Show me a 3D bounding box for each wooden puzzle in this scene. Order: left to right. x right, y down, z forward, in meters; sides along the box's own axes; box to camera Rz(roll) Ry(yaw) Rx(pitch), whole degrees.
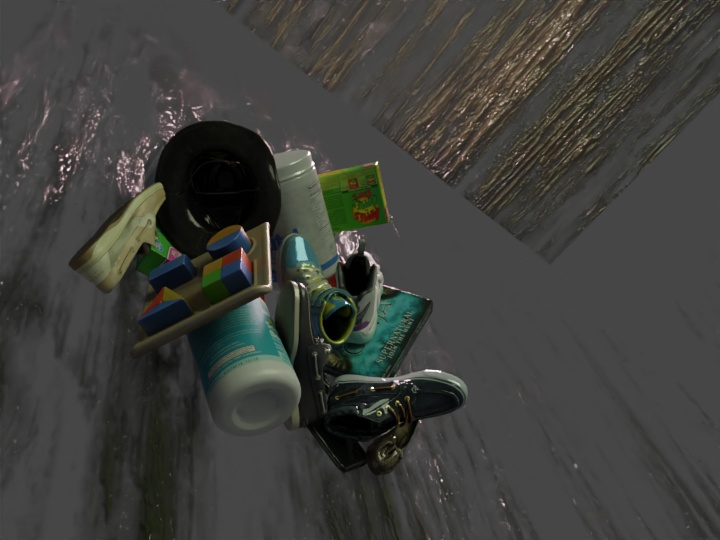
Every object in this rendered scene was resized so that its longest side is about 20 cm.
[{"bbox_3d":[-0.198,0.010,0.952,0.047,0.184,0.200,60,8,-25],"label":"wooden puzzle"}]

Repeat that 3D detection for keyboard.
[{"bbox_3d":[-0.057,0.197,1.094,0.200,0.021,0.127,51,22,21],"label":"keyboard"}]

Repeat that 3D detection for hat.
[{"bbox_3d":[-0.202,-0.112,1.116,0.200,0.201,0.081,42,1,-2],"label":"hat"}]

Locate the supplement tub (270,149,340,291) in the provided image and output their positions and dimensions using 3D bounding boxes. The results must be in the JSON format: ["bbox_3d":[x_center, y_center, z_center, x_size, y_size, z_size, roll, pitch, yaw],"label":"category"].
[{"bbox_3d":[-0.116,-0.080,1.242,0.132,0.131,0.202,-82,157,-69],"label":"supplement tub"}]

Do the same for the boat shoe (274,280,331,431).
[{"bbox_3d":[-0.071,0.107,0.990,0.062,0.202,0.073,-7,18,-24],"label":"boat shoe"}]

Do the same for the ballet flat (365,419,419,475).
[{"bbox_3d":[0.062,0.221,1.122,0.068,0.046,0.200,55,33,-11],"label":"ballet flat"}]

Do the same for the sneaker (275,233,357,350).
[{"bbox_3d":[-0.058,0.027,1.117,0.079,0.130,0.202,-6,76,-33],"label":"sneaker"}]

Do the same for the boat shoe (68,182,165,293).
[{"bbox_3d":[-0.304,-0.045,1.010,0.065,0.072,0.201,49,32,-19],"label":"boat shoe"}]

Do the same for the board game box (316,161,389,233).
[{"bbox_3d":[-0.057,-0.115,1.325,0.048,0.198,0.103,-73,151,-75],"label":"board game box"}]

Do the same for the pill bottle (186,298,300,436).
[{"bbox_3d":[-0.154,0.098,0.960,0.110,0.111,0.201,26,25,-42],"label":"pill bottle"}]

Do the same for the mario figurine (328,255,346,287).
[{"bbox_3d":[-0.071,-0.022,1.406,0.200,0.106,0.124,44,-12,39],"label":"mario figurine"}]

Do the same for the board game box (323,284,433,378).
[{"bbox_3d":[0.017,0.099,1.219,0.134,0.028,0.200,17,44,19],"label":"board game box"}]

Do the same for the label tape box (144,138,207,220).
[{"bbox_3d":[-0.260,-0.119,1.196,0.144,0.063,0.200,33,11,-26],"label":"label tape box"}]

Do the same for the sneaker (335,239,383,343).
[{"bbox_3d":[0.000,0.000,1.202,0.077,0.141,0.201,-1,41,-1],"label":"sneaker"}]

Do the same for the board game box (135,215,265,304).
[{"bbox_3d":[-0.235,-0.006,1.144,0.199,0.040,0.153,33,20,-28],"label":"board game box"}]

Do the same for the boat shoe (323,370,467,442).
[{"bbox_3d":[0.048,0.193,1.058,0.091,0.198,0.071,-76,161,-61],"label":"boat shoe"}]

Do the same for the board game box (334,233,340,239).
[{"bbox_3d":[-0.147,-0.119,1.564,0.148,0.064,0.199,50,19,24],"label":"board game box"}]
